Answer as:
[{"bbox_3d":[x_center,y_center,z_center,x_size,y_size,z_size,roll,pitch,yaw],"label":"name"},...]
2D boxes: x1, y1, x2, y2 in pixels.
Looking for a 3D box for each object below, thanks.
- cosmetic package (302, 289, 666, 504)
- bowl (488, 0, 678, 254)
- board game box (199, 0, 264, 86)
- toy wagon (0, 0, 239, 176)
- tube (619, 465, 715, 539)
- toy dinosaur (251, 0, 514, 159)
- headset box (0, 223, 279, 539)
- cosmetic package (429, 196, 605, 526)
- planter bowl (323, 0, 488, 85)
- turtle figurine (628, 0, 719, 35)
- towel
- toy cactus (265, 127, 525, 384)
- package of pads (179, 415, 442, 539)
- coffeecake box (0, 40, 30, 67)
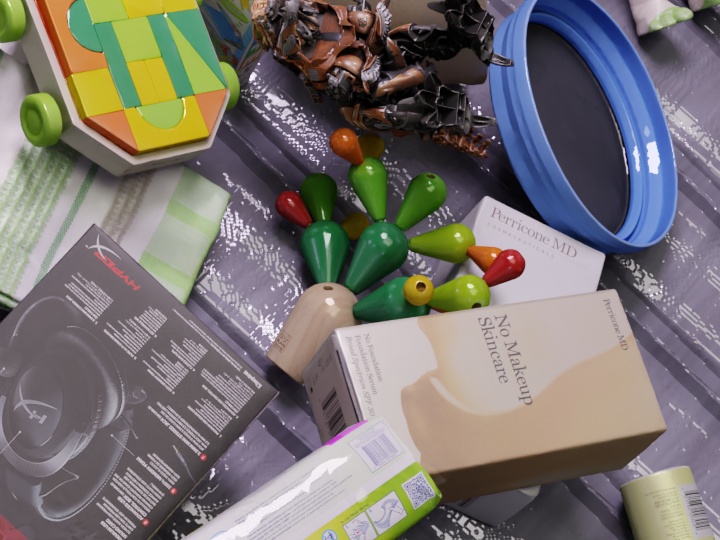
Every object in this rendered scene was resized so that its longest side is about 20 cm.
[{"bbox_3d":[0.076,0.081,1.062,0.199,0.071,0.105,-9,67,-24],"label":"cosmetic package"},{"bbox_3d":[0.161,-0.106,1.245,0.200,0.039,0.201,29,51,-43],"label":"bowl"},{"bbox_3d":[-0.136,-0.226,1.178,0.200,0.134,0.034,46,57,4],"label":"board game box"},{"bbox_3d":[-0.162,-0.161,1.095,0.155,0.040,0.201,-17,85,-43],"label":"toy wagon"},{"bbox_3d":[0.226,0.232,1.149,0.058,0.052,0.201,-21,73,14],"label":"tube"},{"bbox_3d":[0.021,-0.132,1.132,0.200,0.135,0.103,5,83,-46],"label":"toy dinosaur"},{"bbox_3d":[-0.170,0.098,1.005,0.149,0.077,0.200,42,76,-2],"label":"headset box"},{"bbox_3d":[0.087,0.059,1.162,0.101,0.074,0.200,25,59,-9],"label":"cosmetic package"},{"bbox_3d":[0.008,-0.221,1.216,0.134,0.200,0.201,-9,67,-1],"label":"planter bowl"},{"bbox_3d":[0.245,-0.297,1.348,0.194,0.200,0.144,68,26,-8],"label":"turtle figurine"},{"bbox_3d":[-0.185,-0.037,1.080,0.200,0.031,0.150,31,68,-24],"label":"towel"},{"bbox_3d":[0.000,0.000,1.127,0.200,0.102,0.165,36,84,35],"label":"toy cactus"},{"bbox_3d":[-0.063,0.165,0.970,0.154,0.200,0.068,-32,84,-31],"label":"package of pads"},{"bbox_3d":[-0.262,-0.182,1.139,0.200,0.073,0.154,-31,81,-31],"label":"coffeecake box"}]
